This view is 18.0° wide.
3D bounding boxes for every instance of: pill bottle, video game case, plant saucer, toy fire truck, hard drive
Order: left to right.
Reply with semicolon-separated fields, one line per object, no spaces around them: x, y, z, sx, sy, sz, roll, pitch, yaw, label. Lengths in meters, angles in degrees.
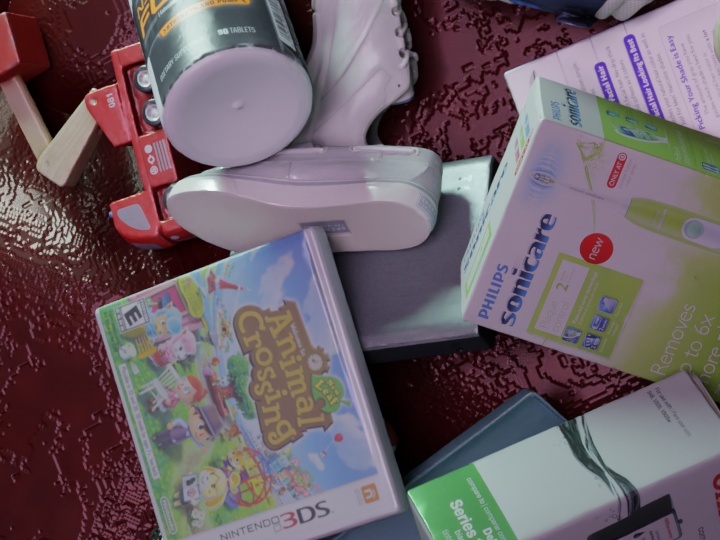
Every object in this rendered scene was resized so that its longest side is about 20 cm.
-0.196;-0.104;1.675;0.141;0.049;0.201;-16;84;21;toy fire truck
-0.104;-0.173;1.578;0.106;0.106;0.200;-36;44;17;pill bottle
-0.076;0.093;1.545;0.182;0.022;0.201;-20;83;23;video game case
0.000;0.000;1.571;0.199;0.033;0.140;-8;58;25;hard drive
0.060;0.152;1.568;0.200;0.070;0.019;-37;38;17;plant saucer

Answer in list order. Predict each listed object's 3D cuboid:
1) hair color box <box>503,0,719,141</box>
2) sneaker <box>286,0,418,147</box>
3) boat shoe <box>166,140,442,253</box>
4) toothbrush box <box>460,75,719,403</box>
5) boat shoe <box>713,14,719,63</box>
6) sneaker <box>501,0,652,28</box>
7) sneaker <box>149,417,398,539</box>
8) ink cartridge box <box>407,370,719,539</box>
0.209;-0.116;1.510;0.199;0.065;0.110;-21;83;17;hair color box
0.005;-0.162;1.593;0.087;0.074;0.201;17;105;13;sneaker
-0.037;-0.058;1.563;0.199;0.072;0.069;-4;48;29;boat shoe
0.180;-0.016;1.450;0.199;0.086;0.146;19;113;-6;toothbrush box
0.323;-0.138;1.419;0.199;0.069;0.074;9;79;-9;boat shoe
0.128;-0.207;1.528;0.146;0.200;0.081;11;97;-19;sneaker
-0.052;0.163;1.606;0.200;0.078;0.082;-33;114;23;sneaker
0.146;0.170;1.433;0.199;0.147;0.083;-24;42;-6;ink cartridge box
